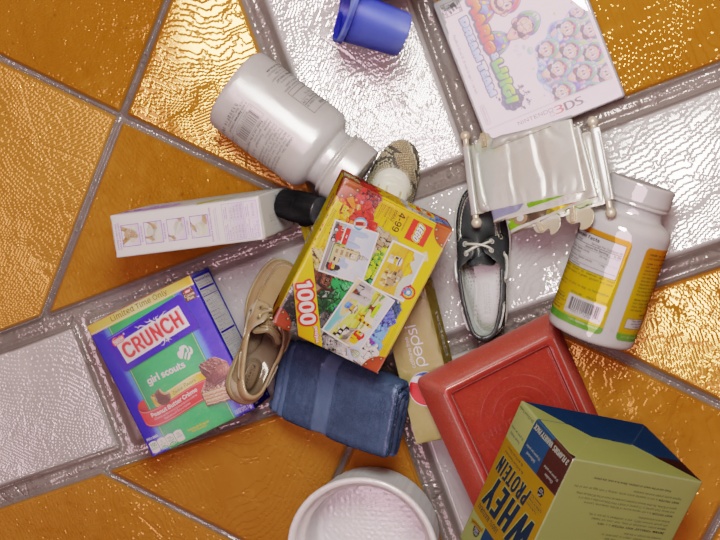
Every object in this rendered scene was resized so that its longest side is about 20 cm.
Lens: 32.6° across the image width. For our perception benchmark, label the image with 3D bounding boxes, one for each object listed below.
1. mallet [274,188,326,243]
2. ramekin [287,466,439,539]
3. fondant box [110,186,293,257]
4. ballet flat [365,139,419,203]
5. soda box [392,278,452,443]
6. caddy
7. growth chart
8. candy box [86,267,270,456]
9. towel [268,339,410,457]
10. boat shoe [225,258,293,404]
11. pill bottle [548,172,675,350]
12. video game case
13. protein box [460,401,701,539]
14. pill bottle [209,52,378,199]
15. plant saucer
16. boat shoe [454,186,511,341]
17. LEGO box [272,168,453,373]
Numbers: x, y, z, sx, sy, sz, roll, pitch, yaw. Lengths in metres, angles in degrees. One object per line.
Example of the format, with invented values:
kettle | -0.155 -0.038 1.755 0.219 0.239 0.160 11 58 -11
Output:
mallet | -0.053 -0.014 1.589 0.066 0.041 0.201 6 126 38
ramekin | 0.011 0.358 1.634 0.200 0.098 0.201 2 98 12
fondant box | -0.202 -0.064 1.595 0.199 0.144 0.059 -8 97 12
ballet flat | 0.023 -0.070 1.583 0.068 0.075 0.201 26 102 -6
soda box | 0.083 0.116 1.601 0.064 0.068 0.201 -14 95 14
caddy | 0.011 -0.338 1.493 0.105 0.200 0.142 17 99 -8
growth chart | 0.214 -0.113 1.507 0.199 0.018 0.145 -6 83 30
candy box | -0.244 0.122 1.664 0.169 0.077 0.201 -26 91 14
towel | -0.027 0.165 1.611 0.199 0.048 0.112 18 101 33
boat shoe | -0.118 0.077 1.605 0.071 0.064 0.201 19 75 -17
pill bottle | 0.314 -0.013 1.514 0.111 0.111 0.201 19 101 8
video game case | 0.210 -0.277 1.543 0.181 0.024 0.201 -21 93 13
protein box | 0.264 0.292 1.502 0.198 0.135 0.201 13 109 -26
pill bottle | -0.082 -0.175 1.569 0.200 0.114 0.115 37 103 2
plant saucer | 0.201 0.186 1.563 0.199 0.037 0.201 -26 97 -7
boat shoe | 0.157 -0.009 1.572 0.075 0.060 0.201 -8 96 13
LEGO box | 0.000 0.000 1.511 0.148 0.077 0.201 25 102 -8
